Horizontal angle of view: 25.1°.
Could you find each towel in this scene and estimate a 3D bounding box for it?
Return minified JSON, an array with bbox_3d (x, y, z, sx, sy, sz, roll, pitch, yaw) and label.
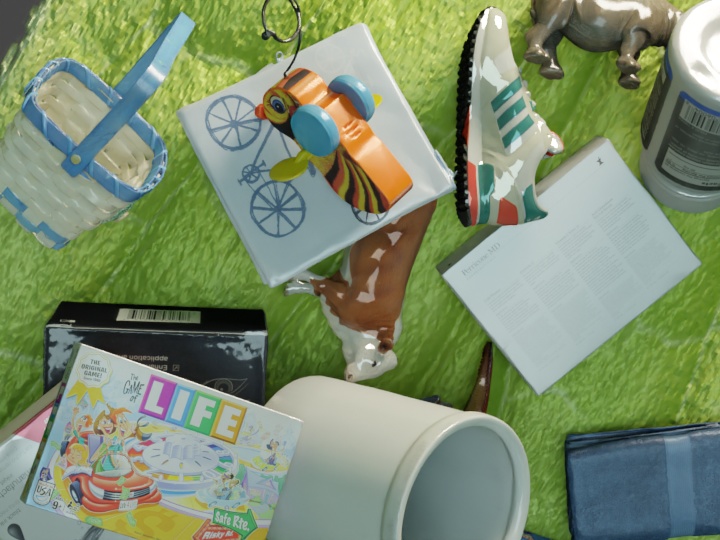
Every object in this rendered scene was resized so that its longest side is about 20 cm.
[{"bbox_3d":[0.295,0.206,1.565,0.199,0.049,0.112,-6,100,-5],"label":"towel"}]

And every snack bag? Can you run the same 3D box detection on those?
[{"bbox_3d":[-0.040,-0.110,1.458,0.199,0.021,0.189,-28,79,-5],"label":"snack bag"}]

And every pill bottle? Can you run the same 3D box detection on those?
[{"bbox_3d":[0.309,-0.138,1.420,0.113,0.200,0.114,1,64,-1],"label":"pill bottle"}]

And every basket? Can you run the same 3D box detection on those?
[{"bbox_3d":[-0.222,-0.129,1.397,0.139,0.177,0.200,38,114,-11],"label":"basket"}]

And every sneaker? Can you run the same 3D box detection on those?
[{"bbox_3d":[0.137,-0.137,1.468,0.093,0.070,0.201,3,86,-6],"label":"sneaker"}]

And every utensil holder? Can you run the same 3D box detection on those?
[{"bbox_3d":[0.017,0.185,1.397,0.169,0.199,0.171,-14,109,-44],"label":"utensil holder"}]

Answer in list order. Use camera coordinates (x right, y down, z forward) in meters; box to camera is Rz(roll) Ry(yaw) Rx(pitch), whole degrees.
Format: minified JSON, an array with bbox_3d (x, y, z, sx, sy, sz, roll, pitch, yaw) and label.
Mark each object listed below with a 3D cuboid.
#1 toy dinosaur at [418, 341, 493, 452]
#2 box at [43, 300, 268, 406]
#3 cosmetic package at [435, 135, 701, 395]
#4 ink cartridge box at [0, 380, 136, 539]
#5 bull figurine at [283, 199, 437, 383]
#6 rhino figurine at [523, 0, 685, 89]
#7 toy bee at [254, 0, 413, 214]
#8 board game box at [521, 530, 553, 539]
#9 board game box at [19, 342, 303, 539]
[{"bbox_3d":[0.110,0.206,1.532,0.200,0.105,0.182,-40,122,-10],"label":"toy dinosaur"},{"bbox_3d":[-0.186,0.138,1.472,0.195,0.117,0.201,3,99,-5],"label":"box"},{"bbox_3d":[0.194,-0.005,1.516,0.200,0.052,0.151,-39,103,2],"label":"cosmetic package"},{"bbox_3d":[-0.223,0.201,1.379,0.146,0.083,0.200,-38,101,2],"label":"ink cartridge box"},{"bbox_3d":[0.000,0.000,1.491,0.121,0.065,0.201,19,93,-2],"label":"bull figurine"},{"bbox_3d":[0.244,-0.216,1.476,0.199,0.060,0.088,6,74,-7],"label":"rhino figurine"},{"bbox_3d":[-0.038,-0.138,1.414,0.130,0.108,0.201,-17,92,-35],"label":"toy bee"},{"bbox_3d":[0.189,0.370,1.586,0.151,0.045,0.201,17,99,-8],"label":"board game box"},{"bbox_3d":[-0.160,0.155,1.323,0.199,0.034,0.135,20,82,-18],"label":"board game box"}]
